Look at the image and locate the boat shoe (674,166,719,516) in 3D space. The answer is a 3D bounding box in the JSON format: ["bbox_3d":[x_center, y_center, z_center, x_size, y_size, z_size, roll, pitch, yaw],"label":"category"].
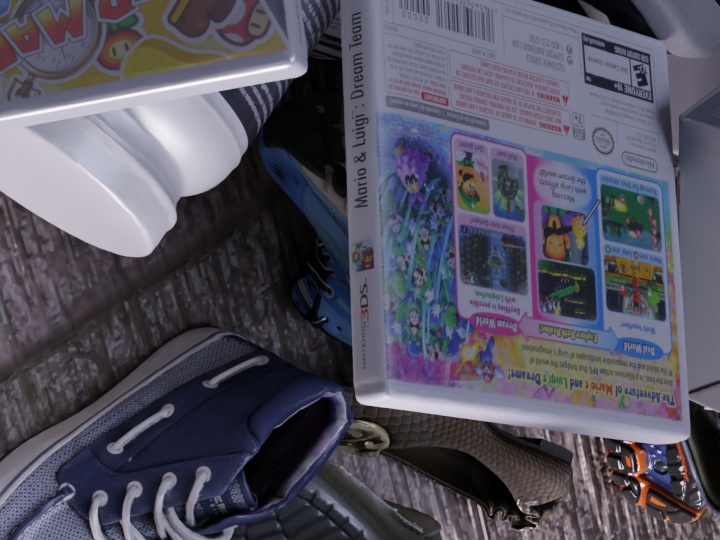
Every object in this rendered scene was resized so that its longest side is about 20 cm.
[{"bbox_3d":[0.175,0.039,1.416,0.062,0.075,0.200,-43,137,-29],"label":"boat shoe"}]

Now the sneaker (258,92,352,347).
[{"bbox_3d":[0.000,0.000,1.316,0.200,0.090,0.079,54,29,-41],"label":"sneaker"}]

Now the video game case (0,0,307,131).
[{"bbox_3d":[-0.126,-0.144,1.044,0.023,0.199,0.183,32,50,-74],"label":"video game case"}]

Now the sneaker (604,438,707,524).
[{"bbox_3d":[0.166,0.033,1.514,0.078,0.075,0.201,-39,133,-45],"label":"sneaker"}]

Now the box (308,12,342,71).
[{"bbox_3d":[0.048,-0.134,1.338,0.200,0.035,0.110,16,86,-38],"label":"box"}]

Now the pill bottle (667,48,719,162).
[{"bbox_3d":[0.202,-0.101,1.422,0.200,0.111,0.112,-11,112,-66],"label":"pill bottle"}]

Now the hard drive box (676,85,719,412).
[{"bbox_3d":[0.234,-0.038,1.322,0.200,0.077,0.156,-34,134,-38],"label":"hard drive box"}]

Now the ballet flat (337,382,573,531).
[{"bbox_3d":[0.041,0.093,1.408,0.200,0.067,0.047,24,73,-51],"label":"ballet flat"}]

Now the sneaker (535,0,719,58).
[{"bbox_3d":[0.080,-0.160,1.260,0.200,0.112,0.073,50,55,-46],"label":"sneaker"}]

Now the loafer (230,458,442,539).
[{"bbox_3d":[0.001,0.146,1.393,0.200,0.075,0.070,49,26,-34],"label":"loafer"}]

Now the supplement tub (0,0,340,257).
[{"bbox_3d":[-0.083,-0.121,1.167,0.200,0.140,0.140,-57,133,-15],"label":"supplement tub"}]

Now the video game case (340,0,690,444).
[{"bbox_3d":[0.067,-0.026,1.188,0.200,0.024,0.183,11,73,-47],"label":"video game case"}]

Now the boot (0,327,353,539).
[{"bbox_3d":[-0.097,0.101,1.257,0.200,0.090,0.073,-44,129,-25],"label":"boot"}]
